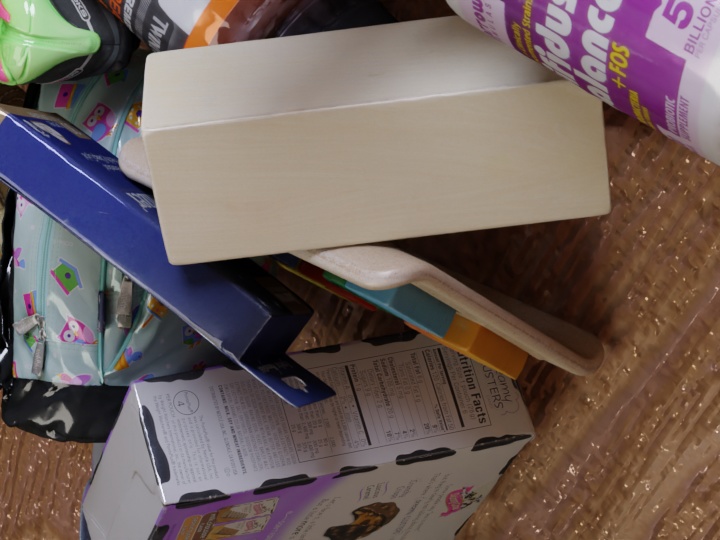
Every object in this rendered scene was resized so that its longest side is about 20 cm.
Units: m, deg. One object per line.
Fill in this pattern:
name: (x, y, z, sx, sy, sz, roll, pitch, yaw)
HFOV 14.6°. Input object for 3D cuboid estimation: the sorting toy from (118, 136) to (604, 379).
sorting toy: (0.000, 0.000, 1.356, 0.185, 0.037, 0.200, 25, -179, 36)

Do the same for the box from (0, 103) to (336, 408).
box: (-0.091, -0.009, 1.328, 0.200, 0.032, 0.121, 38, -174, 6)

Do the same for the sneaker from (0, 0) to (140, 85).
sneaker: (-0.152, -0.135, 1.431, 0.200, 0.083, 0.077, -111, 30, -65)

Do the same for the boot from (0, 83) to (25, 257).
boot: (-0.152, -0.015, 1.623, 0.154, 0.072, 0.201, 24, 145, 37)

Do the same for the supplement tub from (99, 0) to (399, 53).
supplement tub: (-0.072, -0.151, 1.326, 0.200, 0.107, 0.107, 42, 149, 13)

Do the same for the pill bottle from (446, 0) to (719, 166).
pill bottle: (0.099, -0.129, 1.118, 0.200, 0.112, 0.113, 32, 146, 27)

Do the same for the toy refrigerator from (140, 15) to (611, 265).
toy refrigerator: (0.008, -0.063, 1.246, 0.199, 0.070, 0.076, -7, 128, 3)

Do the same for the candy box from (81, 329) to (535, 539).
candy box: (-0.030, 0.103, 1.455, 0.168, 0.199, 0.072, 119, 137, -60)

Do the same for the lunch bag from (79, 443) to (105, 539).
lunch bag: (-0.104, 0.183, 1.655, 0.200, 0.126, 0.170, 91, 175, -66)

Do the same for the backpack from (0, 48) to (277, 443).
backpack: (-0.114, -0.019, 1.474, 0.126, 0.167, 0.201, 11, 102, 24)
